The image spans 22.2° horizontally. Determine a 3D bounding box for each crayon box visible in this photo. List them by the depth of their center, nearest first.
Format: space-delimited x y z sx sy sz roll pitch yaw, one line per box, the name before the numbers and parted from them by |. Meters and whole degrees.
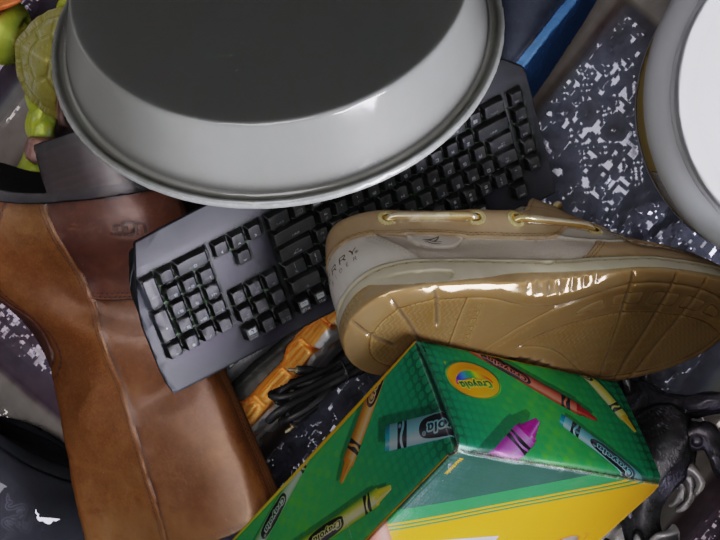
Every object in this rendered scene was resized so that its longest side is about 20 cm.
crayon box | 0.021 0.121 0.809 0.200 0.118 0.059 -49 45 33

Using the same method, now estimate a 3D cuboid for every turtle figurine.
turtle figurine | -0.119 -0.103 0.880 0.160 0.064 0.202 20 95 6

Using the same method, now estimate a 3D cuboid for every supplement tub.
supplement tub | 0.189 -0.071 0.775 0.144 0.200 0.147 0 93 7

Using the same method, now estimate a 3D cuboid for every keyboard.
keyboard | 0.000 0.000 0.805 0.199 0.021 0.128 -27 126 -14

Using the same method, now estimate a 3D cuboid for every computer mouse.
computer mouse | -0.238 0.116 0.916 0.199 0.046 0.141 31 95 5

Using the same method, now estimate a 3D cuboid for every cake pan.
cake pan | -0.038 -0.114 0.786 0.198 0.037 0.202 -3 51 3

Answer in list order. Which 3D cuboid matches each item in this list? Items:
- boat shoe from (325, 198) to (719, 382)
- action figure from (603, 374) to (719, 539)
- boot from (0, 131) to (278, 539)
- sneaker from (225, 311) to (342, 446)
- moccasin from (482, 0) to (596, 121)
boat shoe | 0.076 0.001 0.794 0.198 0.070 0.074 3 134 -28
action figure | 0.135 0.129 0.847 0.118 0.102 0.202 -10 66 16
boot | -0.141 0.043 0.863 0.186 0.068 0.202 -15 97 19
sneaker | -0.041 0.015 0.873 0.077 0.078 0.200 44 97 10
moccasin | 0.076 -0.139 0.857 0.068 0.081 0.201 32 82 9
